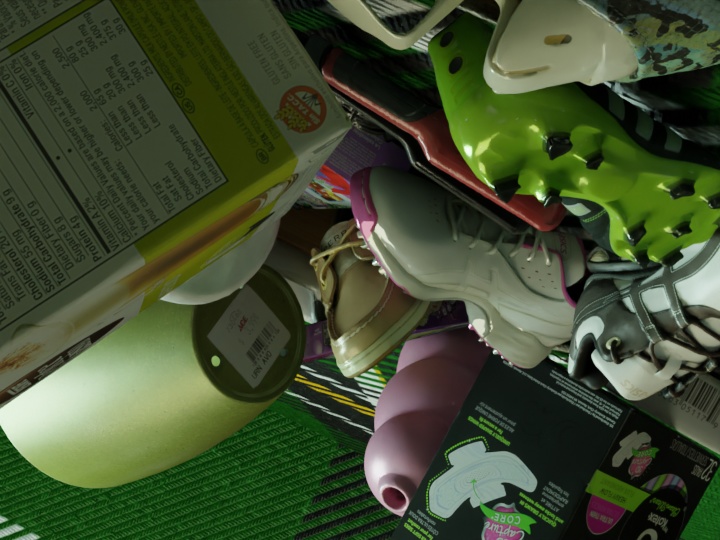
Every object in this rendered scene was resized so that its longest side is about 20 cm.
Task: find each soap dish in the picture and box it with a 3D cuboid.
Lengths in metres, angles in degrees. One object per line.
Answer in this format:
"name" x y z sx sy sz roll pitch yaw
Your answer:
"soap dish" -0.091 -0.042 1.026 0.198 0.082 0.157 27 168 5

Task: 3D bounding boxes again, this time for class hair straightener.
"hair straightener" 0.015 -0.075 0.737 0.198 0.041 0.077 25 170 -16

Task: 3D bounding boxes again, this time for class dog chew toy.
"dog chew toy" 0.067 0.113 1.046 0.123 0.200 0.126 15 126 21

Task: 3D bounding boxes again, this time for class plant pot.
"plant pot" -0.132 0.052 0.953 0.186 0.189 0.199 34 151 -32

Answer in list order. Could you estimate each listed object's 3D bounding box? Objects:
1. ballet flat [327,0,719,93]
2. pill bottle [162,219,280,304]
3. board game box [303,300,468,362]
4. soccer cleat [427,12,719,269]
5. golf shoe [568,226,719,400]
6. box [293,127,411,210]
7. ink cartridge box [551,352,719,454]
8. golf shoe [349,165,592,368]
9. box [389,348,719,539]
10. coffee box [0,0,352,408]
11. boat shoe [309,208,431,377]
"ballet flat" 0.043 -0.103 0.502 0.198 0.075 0.074 25 168 9
"pill bottle" -0.143 -0.047 0.847 0.112 0.113 0.199 35 167 -34
"board game box" 0.017 0.041 0.992 0.119 0.033 0.199 -3 171 -39
"soccer cleat" 0.103 -0.056 0.596 0.199 0.067 0.082 18 -138 -50
"golf shoe" 0.174 0.028 0.707 0.077 0.095 0.200 31 166 -14
"box" -0.079 -0.103 0.840 0.199 0.039 0.136 33 168 -24
"ink cartridge box" 0.233 0.091 1.004 0.161 0.058 0.200 29 -174 -11
"golf shoe" 0.075 -0.015 0.803 0.091 0.076 0.199 -27 140 30
"box" 0.128 0.175 0.952 0.124 0.202 0.148 30 -179 43
"coffee box" -0.150 -0.070 0.582 0.201 0.197 0.200 56 167 1
"boat shoe" 0.000 0.000 0.862 0.067 0.074 0.200 50 -165 -15
